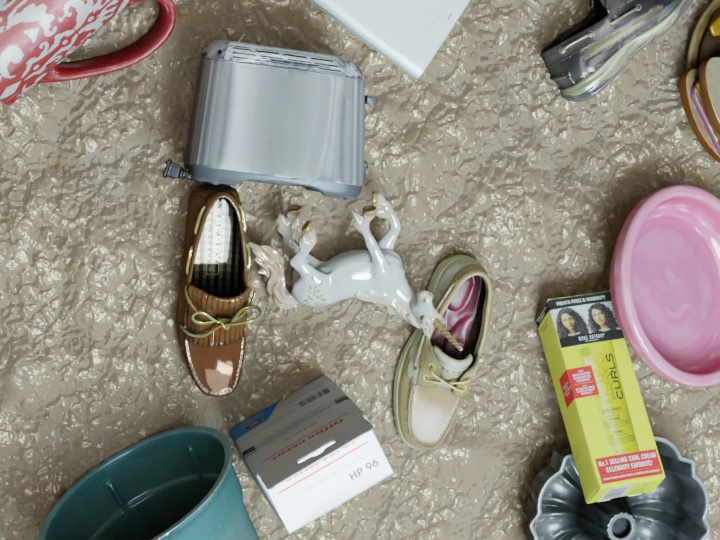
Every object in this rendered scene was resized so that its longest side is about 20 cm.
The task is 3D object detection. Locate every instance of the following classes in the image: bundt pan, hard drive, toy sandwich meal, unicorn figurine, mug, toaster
[{"bbox_3d":[0.256,0.254,1.641,0.199,0.076,0.205,-2,100,-13],"label":"bundt pan"},{"bbox_3d":[0.011,-0.296,1.516,0.199,0.026,0.133,34,89,-17],"label":"hard drive"},{"bbox_3d":[0.417,-0.205,1.610,0.202,0.070,0.208,-2,100,-14],"label":"toy sandwich meal"},{"bbox_3d":[0.000,0.000,1.529,0.197,0.074,0.139,-1,119,16],"label":"unicorn figurine"},{"bbox_3d":[-0.262,-0.237,1.404,0.200,0.133,0.178,-43,104,-1],"label":"mug"},{"bbox_3d":[-0.084,-0.140,1.474,0.197,0.114,0.131,6,94,-13],"label":"toaster"}]

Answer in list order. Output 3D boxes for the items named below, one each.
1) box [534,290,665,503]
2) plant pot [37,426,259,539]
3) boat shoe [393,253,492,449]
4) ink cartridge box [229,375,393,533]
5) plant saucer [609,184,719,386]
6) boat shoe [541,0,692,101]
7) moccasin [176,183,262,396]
[{"bbox_3d":[0.236,0.124,1.575,0.074,0.050,0.202,-6,66,-12],"label":"box"},{"bbox_3d":[-0.168,0.286,1.487,0.199,0.200,0.198,-30,112,-8],"label":"plant pot"},{"bbox_3d":[0.083,0.085,1.574,0.073,0.066,0.203,10,96,-15],"label":"boat shoe"},{"bbox_3d":[-0.045,0.175,1.487,0.115,0.200,0.068,-29,105,-7],"label":"ink cartridge box"},{"bbox_3d":[0.321,0.017,1.602,0.199,0.051,0.204,7,79,-35],"label":"plant saucer"},{"bbox_3d":[0.259,-0.255,1.561,0.200,0.074,0.073,-46,107,-5],"label":"boat shoe"},{"bbox_3d":[-0.133,0.022,1.502,0.073,0.078,0.204,5,102,-15],"label":"moccasin"}]
